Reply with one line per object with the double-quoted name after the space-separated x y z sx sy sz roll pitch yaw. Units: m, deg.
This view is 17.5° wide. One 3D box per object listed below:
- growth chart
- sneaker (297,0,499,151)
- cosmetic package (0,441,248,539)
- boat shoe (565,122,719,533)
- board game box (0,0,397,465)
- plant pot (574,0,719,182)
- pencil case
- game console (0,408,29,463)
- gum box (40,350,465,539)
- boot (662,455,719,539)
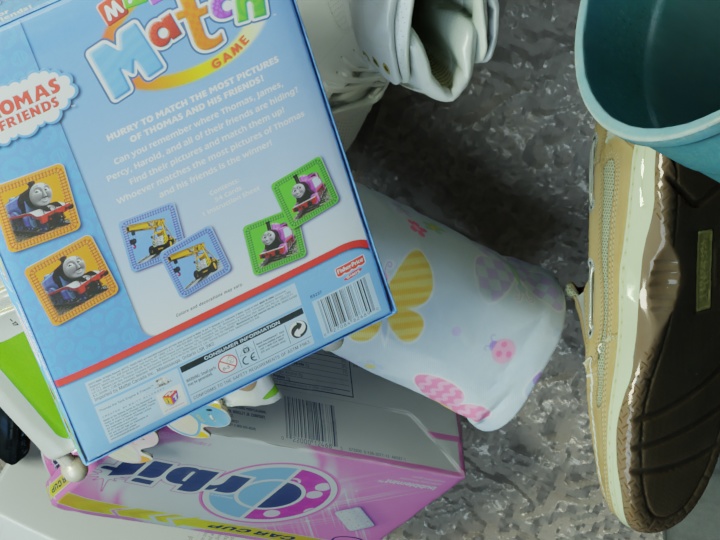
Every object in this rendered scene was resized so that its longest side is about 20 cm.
-0.104 0.029 1.072 0.199 0.018 0.145 -26 123 34 "growth chart"
0.002 -0.098 1.049 0.116 0.073 0.201 54 149 35 "sneaker"
-0.128 0.180 1.395 0.199 0.085 0.108 23 139 2 "cosmetic package"
0.131 0.019 1.099 0.076 0.071 0.202 14 101 48 "boat shoe"
-0.081 -0.036 0.954 0.151 0.037 0.201 -25 124 -11 "board game box"
0.217 -0.094 0.911 0.187 0.201 0.200 31 138 -26 "plant pot"
0.000 0.000 1.103 0.199 0.091 0.083 26 100 -21 "pencil case"
-0.271 0.047 1.254 0.172 0.119 0.200 45 159 8 "game console"
-0.059 0.087 1.223 0.199 0.067 0.113 13 146 -29 "gum box"
0.223 0.106 1.171 0.181 0.073 0.201 12 129 34 "boot"
